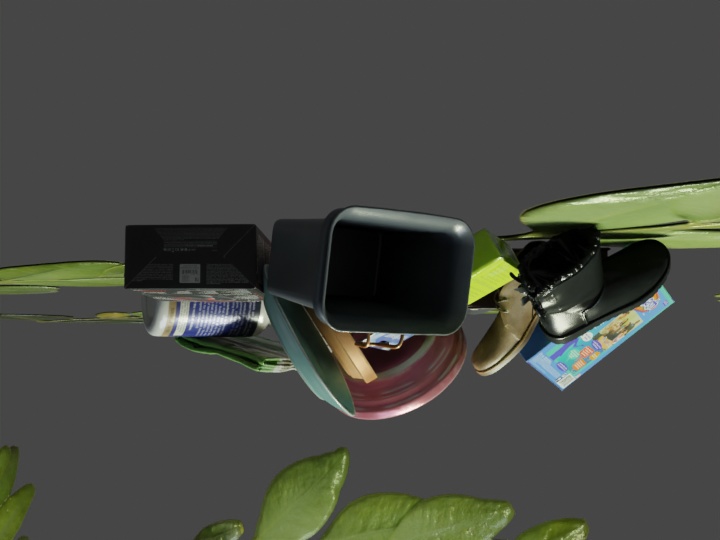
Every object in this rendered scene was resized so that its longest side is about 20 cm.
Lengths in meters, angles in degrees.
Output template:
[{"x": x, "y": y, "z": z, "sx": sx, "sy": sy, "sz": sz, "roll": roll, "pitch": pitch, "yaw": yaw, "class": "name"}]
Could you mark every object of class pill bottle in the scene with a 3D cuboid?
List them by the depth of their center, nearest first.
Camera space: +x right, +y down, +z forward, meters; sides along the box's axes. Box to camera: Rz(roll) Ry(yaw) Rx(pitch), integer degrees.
[{"x": -0.183, "y": 0.031, "z": 1.493, "sx": 0.199, "sy": 0.116, "sz": 0.116, "roll": 2, "pitch": 174, "yaw": -22, "class": "pill bottle"}]

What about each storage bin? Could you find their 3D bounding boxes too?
[{"x": 0.002, "y": 0.005, "z": 1.196, "sx": 0.200, "sy": 0.146, "sz": 0.134, "roll": 4, "pitch": -177, "yaw": -39, "class": "storage bin"}]

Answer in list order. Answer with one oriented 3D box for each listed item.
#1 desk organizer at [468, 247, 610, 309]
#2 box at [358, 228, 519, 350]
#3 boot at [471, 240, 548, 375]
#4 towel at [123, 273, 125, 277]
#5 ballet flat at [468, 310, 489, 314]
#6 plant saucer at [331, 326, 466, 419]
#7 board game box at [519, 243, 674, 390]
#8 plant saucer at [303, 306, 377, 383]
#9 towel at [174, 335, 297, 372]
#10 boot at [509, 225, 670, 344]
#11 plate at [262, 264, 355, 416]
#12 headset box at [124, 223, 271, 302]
[{"x": 0.231, "y": 0.012, "z": 1.515, "sx": 0.199, "sy": 0.077, "sz": 0.072, "roll": -1, "pitch": 175, "yaw": 1, "class": "desk organizer"}, {"x": 0.091, "y": 0.027, "z": 1.357, "sx": 0.200, "sy": 0.048, "sz": 0.122, "roll": -31, "pitch": 163, "yaw": 14, "class": "box"}, {"x": 0.192, "y": 0.045, "z": 1.436, "sx": 0.075, "sy": 0.200, "sz": 0.074, "roll": 27, "pitch": -160, "yaw": -24, "class": "boot"}, {"x": -0.230, "y": 0.012, "z": 1.629, "sx": 0.200, "sy": 0.035, "sz": 0.132, "roll": 9, "pitch": 179, "yaw": -44, "class": "towel"}, {"x": 0.197, "y": 0.025, "z": 1.714, "sx": 0.073, "sy": 0.073, "sz": 0.200, "roll": 4, "pitch": 167, "yaw": -37, "class": "ballet flat"}, {"x": 0.040, "y": 0.109, "z": 1.491, "sx": 0.200, "sy": 0.201, "sz": 0.051, "roll": -4, "pitch": 130, "yaw": 31, "class": "plant saucer"}, {"x": 0.313, "y": 0.066, "z": 1.503, "sx": 0.200, "sy": 0.045, "sz": 0.152, "roll": -39, "pitch": 146, "yaw": 9, "class": "board game box"}, {"x": -0.045, "y": 0.056, "z": 1.394, "sx": 0.032, "sy": 0.201, "sz": 0.200, "roll": -33, "pitch": 175, "yaw": -2, "class": "plant saucer"}, {"x": -0.145, "y": 0.117, "z": 1.555, "sx": 0.149, "sy": 0.031, "sz": 0.200, "roll": 13, "pitch": -178, "yaw": 27, "class": "towel"}, {"x": 0.275, "y": -0.001, "z": 1.328, "sx": 0.198, "sy": 0.073, "sz": 0.163, "roll": -33, "pitch": 145, "yaw": 1, "class": "boot"}, {"x": -0.066, "y": 0.084, "z": 1.282, "sx": 0.026, "sy": 0.201, "sz": 0.200, "roll": -30, "pitch": 171, "yaw": 4, "class": "plate"}, {"x": -0.182, "y": -0.005, "z": 1.323, "sx": 0.148, "sy": 0.075, "sz": 0.200, "roll": 0, "pitch": 174, "yaw": 3, "class": "headset box"}]
